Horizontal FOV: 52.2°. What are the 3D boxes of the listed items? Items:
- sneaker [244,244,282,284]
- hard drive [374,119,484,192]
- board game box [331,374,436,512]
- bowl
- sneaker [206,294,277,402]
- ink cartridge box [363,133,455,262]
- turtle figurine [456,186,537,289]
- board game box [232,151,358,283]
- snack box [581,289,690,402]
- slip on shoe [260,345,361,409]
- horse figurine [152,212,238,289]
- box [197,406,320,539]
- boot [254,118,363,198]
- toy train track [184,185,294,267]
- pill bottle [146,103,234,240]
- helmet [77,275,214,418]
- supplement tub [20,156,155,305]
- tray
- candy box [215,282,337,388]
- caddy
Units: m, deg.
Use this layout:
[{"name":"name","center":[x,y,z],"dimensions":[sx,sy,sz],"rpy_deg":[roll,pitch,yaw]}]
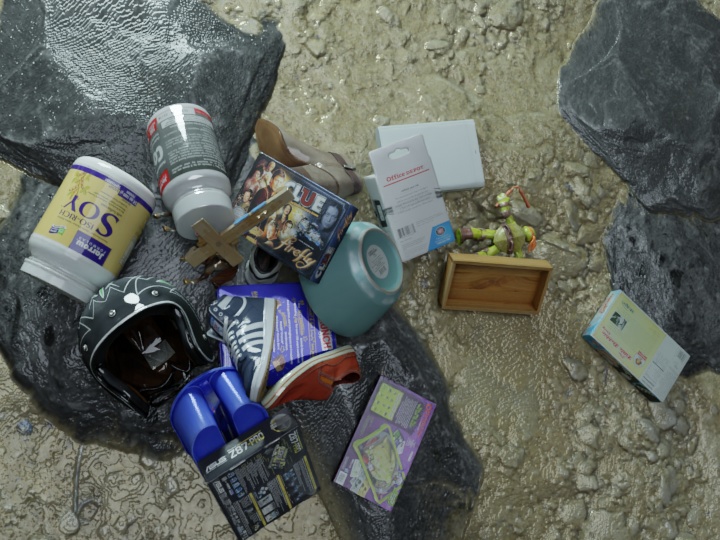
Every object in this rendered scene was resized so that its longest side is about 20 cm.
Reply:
[{"name":"sneaker","center":[-0.140,-0.067,1.273],"dimensions":[0.072,0.080,0.204],"rpy_deg":[19,75,-9]},{"name":"hard drive","center":[0.133,-0.213,1.394],"dimensions":[0.196,0.026,0.135],"rpy_deg":[-7,83,-16]},{"name":"board game box","center":[0.042,0.301,1.290],"dimensions":[0.118,0.032,0.203],"rpy_deg":[27,77,-5]},{"name":"bowl","center":[0.000,0.000,1.236],"dimensions":[0.199,0.104,0.204],"rpy_deg":[28,51,-42]},{"name":"sneaker","center":[-0.188,0.113,1.123],"dimensions":[0.106,0.071,0.202],"rpy_deg":[10,39,-9]},{"name":"ink cartridge box","center":[0.082,-0.131,1.324],"dimensions":[0.114,0.067,0.204],"rpy_deg":[-21,100,-15]},{"name":"turtle figurine","center":[0.268,-0.047,1.381],"dimensions":[0.158,0.064,0.204],"rpy_deg":[-14,97,-9]},{"name":"board game box","center":[-0.116,-0.088,1.192],"dimensions":[0.198,0.035,0.137],"rpy_deg":[31,94,25]},{"name":"snack box","center":[0.540,0.149,1.439],"dimensions":[0.200,0.037,0.117],"rpy_deg":[42,74,-5]},{"name":"slip on shoe","center":[-0.071,0.175,1.148],"dimensions":[0.198,0.074,0.062],"rpy_deg":[-17,69,-46]},{"name":"horse figurine","center":[-0.259,-0.053,1.241],"dimensions":[0.131,0.050,0.202],"rpy_deg":[-18,69,-34]},{"name":"box","center":[-0.154,0.326,1.157],"dimensions":[0.159,0.202,0.049],"rpy_deg":[-28,47,-16]},{"name":"boot","center":[-0.087,-0.196,1.306],"dimensions":[0.144,0.071,0.202],"rpy_deg":[-5,52,-39]},{"name":"toy train track","center":[-0.193,-0.075,1.162],"dimensions":[0.198,0.115,0.033],"rpy_deg":[-33,47,8]},{"name":"pill bottle","center":[-0.277,-0.161,1.203],"dimensions":[0.112,0.114,0.203],"rpy_deg":[-13,64,-16]},{"name":"helmet","center":[-0.336,0.104,1.129],"dimensions":[0.199,0.199,0.192],"rpy_deg":[-40,101,-17]},{"name":"supplement tub","center":[-0.429,-0.060,1.161],"dimensions":[0.144,0.145,0.203],"rpy_deg":[27,76,-9]},{"name":"tray","center":[0.248,0.025,1.358],"dimensions":[0.196,0.037,0.100],"rpy_deg":[5,116,-13]},{"name":"candy box","center":[-0.143,0.112,1.246],"dimensions":[0.196,0.077,0.173],"rpy_deg":[-2,80,-14]},{"name":"caddy","center":[-0.216,0.240,1.154],"dimensions":[0.140,0.202,0.105],"rpy_deg":[-29,47,-19]}]
